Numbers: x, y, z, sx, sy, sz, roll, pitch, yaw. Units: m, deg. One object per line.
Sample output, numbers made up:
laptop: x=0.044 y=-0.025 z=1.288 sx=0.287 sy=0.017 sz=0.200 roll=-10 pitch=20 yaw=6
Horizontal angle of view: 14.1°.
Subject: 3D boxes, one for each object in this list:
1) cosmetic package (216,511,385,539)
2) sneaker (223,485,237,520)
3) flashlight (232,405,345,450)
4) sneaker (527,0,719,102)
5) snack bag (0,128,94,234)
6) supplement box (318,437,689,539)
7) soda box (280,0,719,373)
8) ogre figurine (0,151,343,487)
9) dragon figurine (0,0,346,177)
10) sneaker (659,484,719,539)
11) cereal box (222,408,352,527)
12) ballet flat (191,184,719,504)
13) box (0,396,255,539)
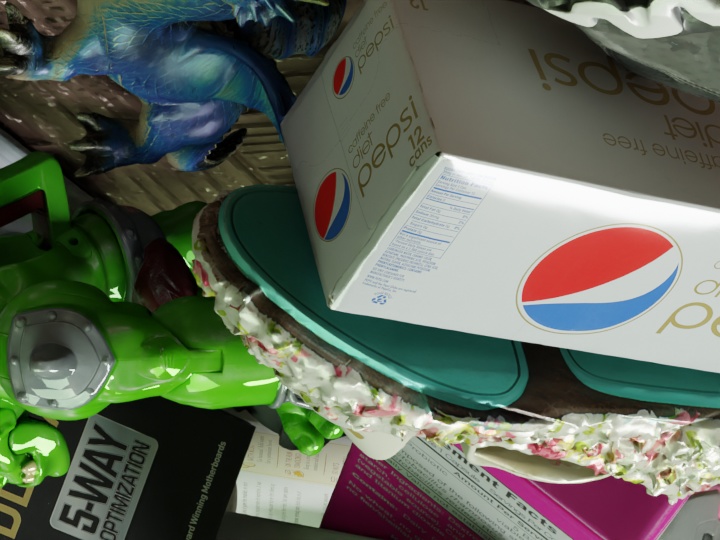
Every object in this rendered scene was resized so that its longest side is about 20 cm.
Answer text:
cosmetic package: x=0.009 y=0.148 z=1.002 sx=0.102 sy=0.074 sz=0.200 roll=51 pitch=155 yaw=-21
sneaker: x=-0.143 y=0.115 z=1.083 sx=0.199 sy=0.077 sz=0.082 roll=-17 pitch=-178 yaw=-24
flashlight: x=0.000 y=0.000 z=0.947 sx=0.067 sy=0.068 sz=0.200 roll=14 pitch=158 yaw=-7
sneaker: x=0.138 y=-0.073 z=0.728 sx=0.199 sy=0.067 sz=0.090 roll=3 pitch=160 yaw=25
snack bag: x=-0.186 y=-0.024 z=1.025 sx=0.199 sy=0.021 sz=0.189 roll=-4 pitch=153 yaw=30
supplement box: x=0.061 y=0.060 z=0.982 sx=0.103 sy=0.101 sz=0.200 roll=38 pitch=158 yaw=7
soda box: x=0.083 y=-0.020 z=0.803 sx=0.199 sy=0.068 sz=0.064 roll=10 pitch=135 yaw=-30
ogre figurine: x=-0.084 y=0.012 z=0.898 sx=0.119 sy=0.099 sz=0.200 roll=-4 pitch=-150 yaw=-35
dragon figurine: x=-0.038 y=-0.061 z=0.827 sx=0.099 sy=0.059 sz=0.200 roll=2 pitch=155 yaw=19
sneaker: x=0.124 y=0.138 z=1.237 sx=0.095 sy=0.079 sz=0.200 roll=14 pitch=159 yaw=21
cereal box: x=-0.010 y=0.073 z=1.161 sx=0.199 sy=0.040 sz=0.144 roll=10 pitch=158 yaw=0
ballet flat: x=0.034 y=0.031 z=0.816 sx=0.199 sy=0.076 sz=0.064 roll=15 pitch=134 yaw=-25
box: x=-0.143 y=0.116 z=0.986 sx=0.157 sy=0.201 sz=0.050 roll=25 pitch=162 yaw=-15
